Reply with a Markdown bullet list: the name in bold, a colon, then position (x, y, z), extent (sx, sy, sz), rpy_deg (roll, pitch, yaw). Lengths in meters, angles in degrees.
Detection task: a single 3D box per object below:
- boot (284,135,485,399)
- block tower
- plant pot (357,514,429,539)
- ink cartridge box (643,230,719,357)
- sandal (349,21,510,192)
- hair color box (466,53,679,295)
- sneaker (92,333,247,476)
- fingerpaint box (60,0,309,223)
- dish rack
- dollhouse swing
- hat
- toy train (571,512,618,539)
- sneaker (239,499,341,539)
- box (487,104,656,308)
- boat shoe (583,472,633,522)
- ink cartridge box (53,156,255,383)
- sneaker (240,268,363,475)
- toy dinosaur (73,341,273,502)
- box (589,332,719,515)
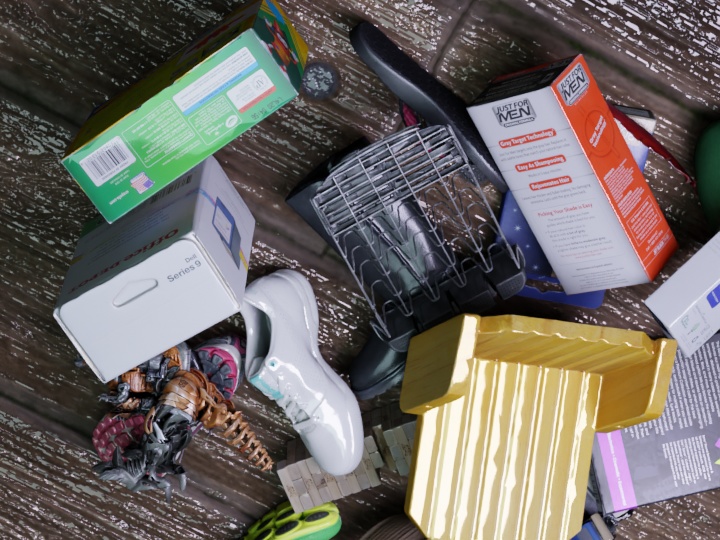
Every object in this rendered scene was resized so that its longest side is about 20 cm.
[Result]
- **boot**: position (0.001, -0.001, 1.620), extent (0.165, 0.066, 0.200), rpy_deg (-40, 111, 5)
- **block tower**: position (0.020, 0.169, 1.697), extent (0.199, 0.058, 0.054), rpy_deg (-20, 110, 7)
- **plant pot**: position (0.041, 0.304, 1.707), extent (0.093, 0.201, 0.201), rpy_deg (41, 112, 27)
- **ink cartridge box**: position (0.337, -0.015, 1.519), extent (0.200, 0.099, 0.039), rpy_deg (-42, 63, 3)
- **sandal**: position (0.059, -0.140, 1.566), extent (0.200, 0.075, 0.045), rpy_deg (42, 113, -7)
- **hair color box**: position (0.186, -0.081, 1.532), extent (0.101, 0.061, 0.200), rpy_deg (-9, 118, 46)
- **sneaker**: position (-0.176, 0.135, 1.679), extent (0.200, 0.075, 0.081), rpy_deg (-37, 93, 28)
- **fingerpaint box**: position (-0.146, -0.144, 1.511), extent (0.200, 0.167, 0.073), rpy_deg (-33, 106, 12)
- **dish rack**: position (0.050, -0.032, 1.542), extent (0.153, 0.055, 0.200), rpy_deg (-28, 117, 2)
- **dollhouse swing**: position (0.148, 0.146, 1.523), extent (0.199, 0.182, 0.177), rpy_deg (9, 76, -18)
- **hat**: position (0.317, -0.113, 1.587), extent (0.166, 0.200, 0.176), rpy_deg (-42, 63, -4)
- **toy train**: position (0.178, 0.292, 1.705), extent (0.200, 0.046, 0.034), rpy_deg (-46, 65, 36)
- **sneaker**: position (-0.084, 0.295, 1.742), extent (0.084, 0.074, 0.200), rpy_deg (43, 116, -13)
- **box**: position (0.190, -0.059, 1.616), extent (0.121, 0.032, 0.201), rpy_deg (10, 113, -4)
- **boat shoe**: position (0.173, 0.183, 1.691), extent (0.093, 0.075, 0.200), rpy_deg (-33, 107, 20)
- **ink cartridge box**: position (-0.178, -0.006, 1.549), extent (0.145, 0.200, 0.088), rpy_deg (-29, 109, 11)
- **sneaker**: position (-0.066, 0.104, 1.625), extent (0.075, 0.088, 0.201), rpy_deg (-21, 91, 39)
- **toy dinosaur**: position (-0.176, 0.129, 1.588), extent (0.200, 0.102, 0.136), rpy_deg (32, 102, 30)
- **box**: position (0.305, 0.138, 1.646), extent (0.199, 0.036, 0.144), rpy_deg (-12, 85, -3)
